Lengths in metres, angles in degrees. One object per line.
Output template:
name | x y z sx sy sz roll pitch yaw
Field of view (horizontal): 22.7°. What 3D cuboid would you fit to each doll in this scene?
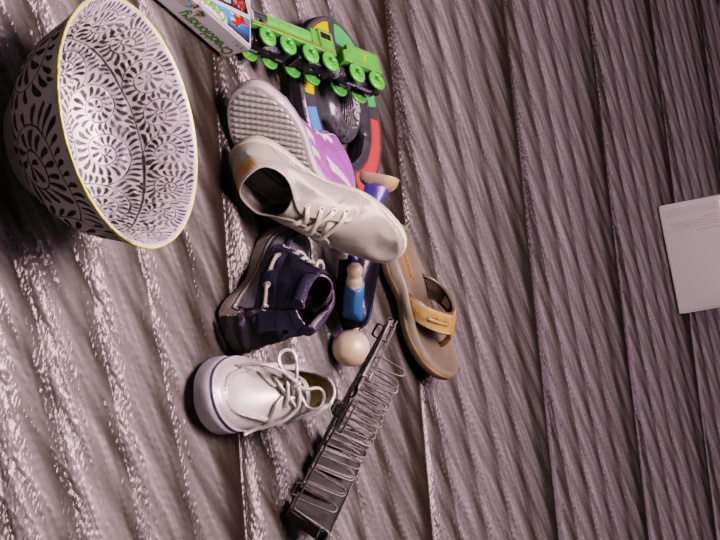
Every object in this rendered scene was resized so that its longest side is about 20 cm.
doll | 0.000 0.000 1.865 0.136 0.048 0.201 80 20 -88

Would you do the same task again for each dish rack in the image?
dish rack | -0.006 0.147 1.702 0.200 0.054 0.154 -64 180 37

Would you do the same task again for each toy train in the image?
toy train | -0.051 -0.223 1.840 0.200 0.042 0.057 17 51 -44

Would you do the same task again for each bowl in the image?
bowl | -0.217 -0.107 1.404 0.201 0.094 0.202 -11 90 -67

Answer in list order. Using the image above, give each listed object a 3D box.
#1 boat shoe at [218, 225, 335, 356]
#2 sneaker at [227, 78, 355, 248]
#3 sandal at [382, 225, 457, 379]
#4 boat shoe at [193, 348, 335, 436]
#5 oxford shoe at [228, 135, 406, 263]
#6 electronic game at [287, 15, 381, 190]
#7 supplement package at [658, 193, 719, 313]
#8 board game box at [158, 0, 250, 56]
boat shoe | -0.059 0.012 1.712 0.200 0.092 0.075 -65 138 -55
sneaker | -0.067 -0.126 1.790 0.201 0.072 0.115 58 22 -32
sandal | 0.077 0.037 2.045 0.080 0.054 0.201 -56 130 -58
boat shoe | -0.075 0.113 1.644 0.202 0.086 0.075 15 66 -65
oxford shoe | -0.043 -0.057 1.733 0.200 0.075 0.058 31 33 -20
electronic game | -0.025 -0.176 1.938 0.200 0.041 0.201 -11 90 -67
supplement package | 0.629 -0.033 3.275 0.117 0.117 0.201 -12 91 -67
board game box | -0.164 -0.301 1.681 0.200 0.034 0.127 37 46 -57
